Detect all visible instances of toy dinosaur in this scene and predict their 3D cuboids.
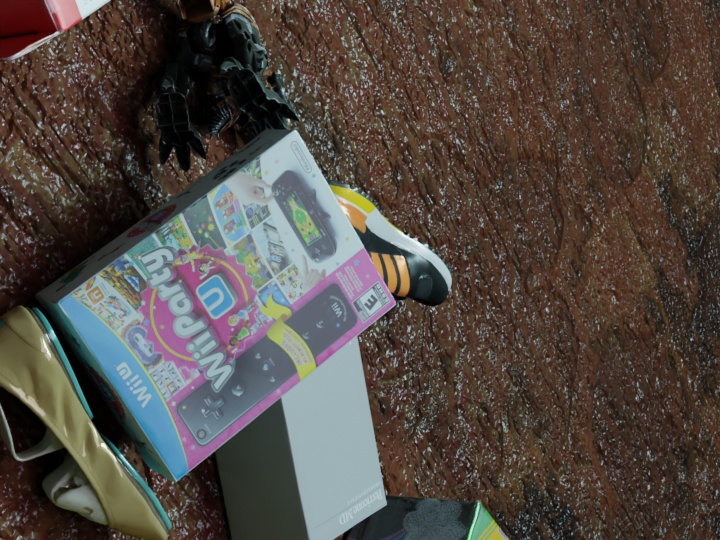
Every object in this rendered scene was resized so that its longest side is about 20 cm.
[{"bbox_3d":[-0.106,-0.149,1.152,0.200,0.102,0.137,38,33,-32],"label":"toy dinosaur"}]

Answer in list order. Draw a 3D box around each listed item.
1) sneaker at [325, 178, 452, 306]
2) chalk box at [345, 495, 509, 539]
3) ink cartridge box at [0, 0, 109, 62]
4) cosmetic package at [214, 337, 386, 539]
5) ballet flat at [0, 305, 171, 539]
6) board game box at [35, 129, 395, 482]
[{"bbox_3d":[0.000,0.000,1.310,0.200,0.070,0.091,39,72,-48],"label":"sneaker"},{"bbox_3d":[0.044,0.302,1.296,0.124,0.123,0.201,52,49,-40],"label":"chalk box"},{"bbox_3d":[-0.200,-0.192,0.970,0.200,0.115,0.068,-48,127,-47],"label":"ink cartridge box"},{"bbox_3d":[-0.054,0.101,1.195,0.107,0.089,0.202,-26,106,-51],"label":"cosmetic package"},{"bbox_3d":[-0.192,0.113,1.028,0.063,0.068,0.201,-37,119,-19],"label":"ballet flat"},{"bbox_3d":[-0.094,0.021,1.069,0.199,0.064,0.148,-38,109,-18],"label":"board game box"}]
